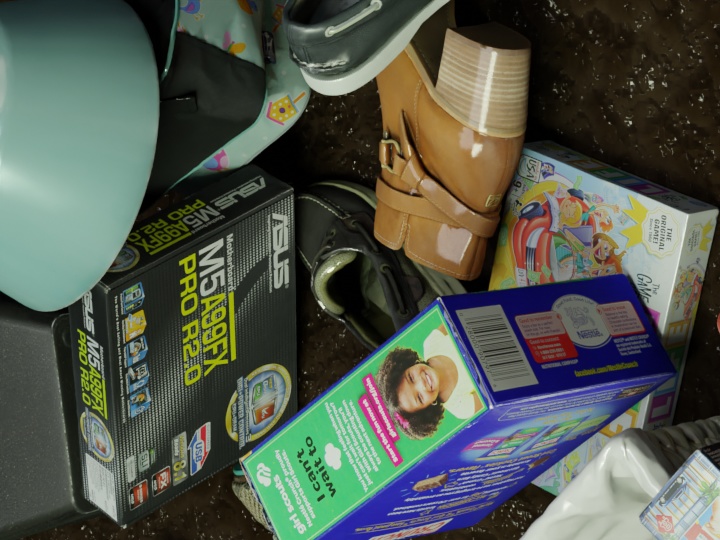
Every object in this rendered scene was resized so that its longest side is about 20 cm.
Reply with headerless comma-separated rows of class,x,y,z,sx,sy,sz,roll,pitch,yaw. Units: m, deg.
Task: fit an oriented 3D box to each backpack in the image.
backpack,-0.124,-0.156,1.571,0.176,0.152,0.202,-38,50,42

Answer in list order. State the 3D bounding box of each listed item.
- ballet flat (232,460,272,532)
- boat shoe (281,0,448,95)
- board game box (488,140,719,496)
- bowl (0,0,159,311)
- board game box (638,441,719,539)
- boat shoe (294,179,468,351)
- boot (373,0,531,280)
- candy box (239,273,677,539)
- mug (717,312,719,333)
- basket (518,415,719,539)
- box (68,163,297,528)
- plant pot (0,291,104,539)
ballet flat,-0.008,0.137,1.590,0.199,0.068,0.076,-24,102,48
boat shoe,0.030,-0.193,1.416,0.075,0.060,0.201,24,68,34
board game box,0.136,0.037,1.448,0.134,0.034,0.202,24,113,38
bowl,-0.220,-0.084,1.460,0.200,0.104,0.203,-22,62,49
board game box,0.275,0.166,1.225,0.200,0.199,0.062,55,131,23
boat shoe,0.000,0.001,1.532,0.201,0.066,0.072,43,129,44
boot,0.033,-0.097,1.492,0.200,0.076,0.157,33,122,43
candy box,0.056,0.087,1.391,0.200,0.168,0.077,-42,65,38
mug,0.270,-0.045,1.247,0.177,0.133,0.201,35,116,32
basket,0.192,0.211,1.337,0.199,0.160,0.200,54,127,23
box,-0.114,0.050,1.563,0.044,0.160,0.201,32,136,36
plant pot,-0.222,0.094,1.686,0.176,0.199,0.202,-5,93,41
